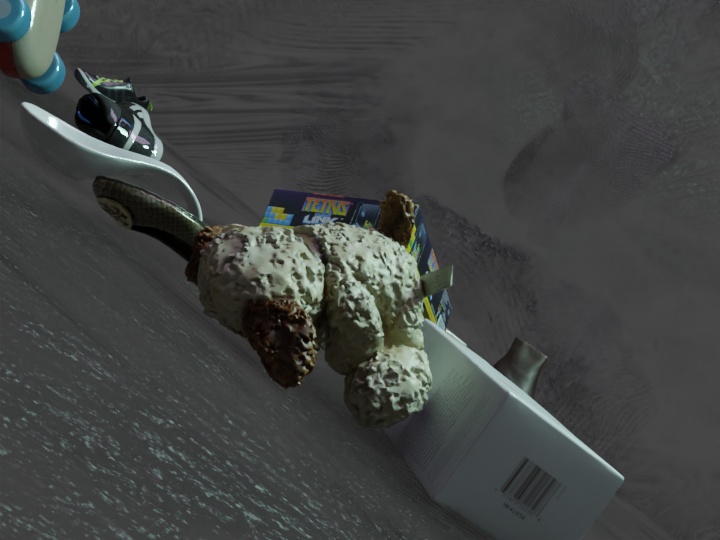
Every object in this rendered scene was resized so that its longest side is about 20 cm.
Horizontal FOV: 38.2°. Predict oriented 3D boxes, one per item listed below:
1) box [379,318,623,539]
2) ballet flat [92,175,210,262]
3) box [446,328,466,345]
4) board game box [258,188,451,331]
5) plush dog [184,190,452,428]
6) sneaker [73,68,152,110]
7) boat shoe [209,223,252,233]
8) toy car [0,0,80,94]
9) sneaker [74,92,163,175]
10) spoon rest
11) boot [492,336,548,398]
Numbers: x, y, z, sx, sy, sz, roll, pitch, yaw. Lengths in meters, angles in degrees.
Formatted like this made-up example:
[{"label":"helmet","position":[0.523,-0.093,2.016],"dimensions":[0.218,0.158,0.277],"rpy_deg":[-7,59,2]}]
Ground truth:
[{"label":"box","position":[0.098,0.135,0.835],"dimensions":[0.124,0.098,0.200],"rpy_deg":[36,2,-18]},{"label":"ballet flat","position":[-0.146,-0.018,0.889],"dimensions":[0.199,0.047,0.067],"rpy_deg":[33,-12,-31]},{"label":"box","position":[0.191,0.167,2.817],"dimensions":[0.199,0.069,0.082],"rpy_deg":[38,2,5]},{"label":"board game box","position":[0.000,0.000,1.114],"dimensions":[0.163,0.057,0.201],"rpy_deg":[10,-30,21]},{"label":"plush dog","position":[-0.042,0.014,0.792],"dimensions":[0.170,0.163,0.199],"rpy_deg":[2,23,-38]},{"label":"sneaker","position":[-0.564,-0.417,2.377],"dimensions":[0.199,0.083,0.072],"rpy_deg":[36,1,-41]},{"label":"boat shoe","position":[-0.080,0.007,1.059],"dimensions":[0.199,0.076,0.072],"rpy_deg":[39,-2,-39]},{"label":"toy car","position":[-0.486,-0.341,1.328],"dimensions":[0.196,0.180,0.185],"rpy_deg":[8,-14,2]},{"label":"sneaker","position":[-0.342,-0.210,1.408],"dimensions":[0.112,0.073,0.200],"rpy_deg":[38,2,-39]},{"label":"spoon rest","position":[-0.221,-0.092,0.941],"dimensions":[0.199,0.061,0.099],"rpy_deg":[38,1,-24]},{"label":"boot","position":[0.394,0.272,2.451],"dimensions":[0.199,0.167,0.072],"rpy_deg":[38,2,30]}]
